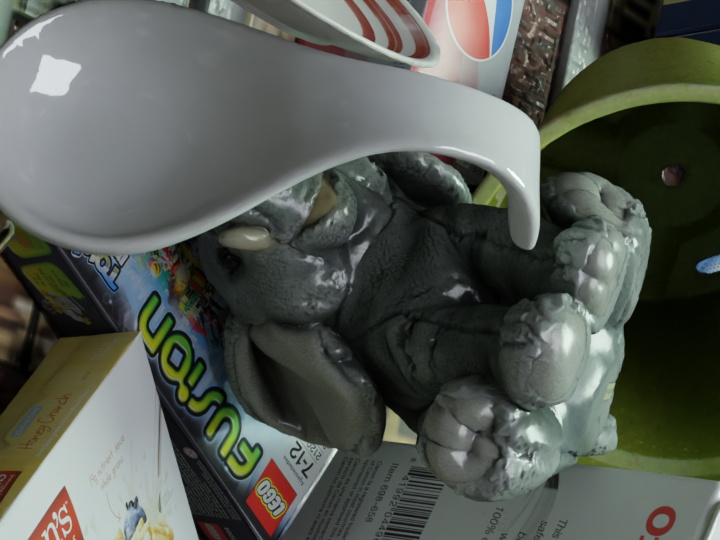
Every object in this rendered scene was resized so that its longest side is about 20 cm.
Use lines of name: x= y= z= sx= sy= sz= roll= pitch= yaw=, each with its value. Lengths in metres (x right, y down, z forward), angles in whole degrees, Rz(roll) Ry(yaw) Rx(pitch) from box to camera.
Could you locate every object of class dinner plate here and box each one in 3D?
dinner plate: x=-0.055 y=-0.130 z=0.972 sx=0.200 sy=0.200 sz=0.024 roll=22 pitch=109 yaw=-50

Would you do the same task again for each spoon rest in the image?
spoon rest: x=-0.033 y=-0.046 z=0.930 sx=0.061 sy=0.199 sz=0.100 roll=106 pitch=-13 yaw=-61

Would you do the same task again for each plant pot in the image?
plant pot: x=0.137 y=-0.013 z=1.185 sx=0.184 sy=0.200 sz=0.201 roll=-79 pitch=157 yaw=-68

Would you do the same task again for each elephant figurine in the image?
elephant figurine: x=0.000 y=0.000 z=1.034 sx=0.141 sy=0.199 sz=0.156 roll=-43 pitch=148 yaw=-58

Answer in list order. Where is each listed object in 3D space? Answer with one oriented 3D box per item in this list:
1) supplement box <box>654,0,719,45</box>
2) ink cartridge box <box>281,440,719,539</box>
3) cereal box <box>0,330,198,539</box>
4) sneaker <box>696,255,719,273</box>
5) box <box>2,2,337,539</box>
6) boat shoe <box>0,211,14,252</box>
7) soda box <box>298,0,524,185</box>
supplement box: x=0.264 y=-0.128 z=1.367 sx=0.200 sy=0.134 sz=0.200 roll=53 pitch=43 yaw=-39
ink cartridge box: x=0.055 y=0.155 z=1.097 sx=0.084 sy=0.199 sz=0.145 roll=50 pitch=56 yaw=-41
cereal box: x=-0.093 y=0.142 z=0.990 sx=0.144 sy=0.039 sz=0.201 roll=-60 pitch=141 yaw=-58
sneaker: x=0.207 y=0.051 z=1.393 sx=0.089 sy=0.078 sz=0.200 roll=-53 pitch=126 yaw=-20
box: x=-0.065 y=0.006 z=1.067 sx=0.110 sy=0.035 sz=0.200 roll=-57 pitch=133 yaw=-31
boat shoe: x=-0.174 y=0.028 z=0.899 sx=0.203 sy=0.075 sz=0.075 roll=-55 pitch=131 yaw=-34
soda box: x=0.030 y=-0.140 z=1.147 sx=0.063 sy=0.070 sz=0.201 roll=26 pitch=73 yaw=-47
